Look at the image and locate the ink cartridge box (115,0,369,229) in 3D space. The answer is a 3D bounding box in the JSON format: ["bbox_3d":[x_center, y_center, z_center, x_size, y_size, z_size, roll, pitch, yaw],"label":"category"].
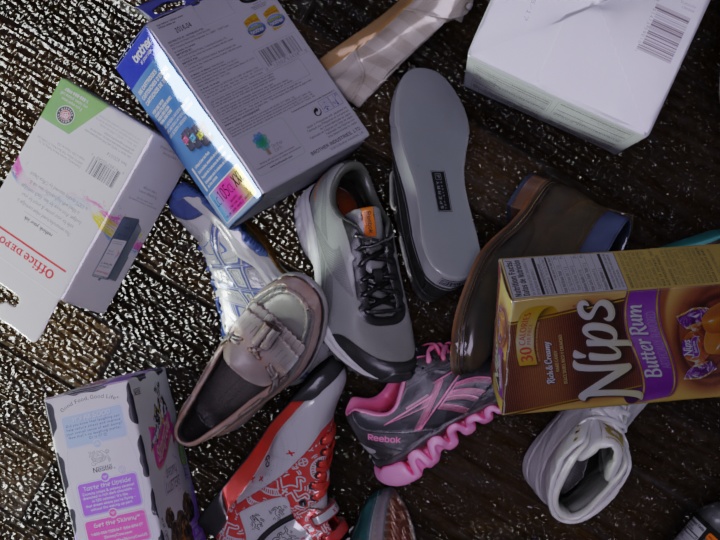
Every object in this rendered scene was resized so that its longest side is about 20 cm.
[{"bbox_3d":[-0.105,-0.154,1.225,0.136,0.076,0.201,-32,88,-40],"label":"ink cartridge box"}]

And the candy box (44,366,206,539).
[{"bbox_3d":[-0.185,0.187,1.218,0.071,0.168,0.201,-13,90,3],"label":"candy box"}]

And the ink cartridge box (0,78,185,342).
[{"bbox_3d":[-0.245,-0.045,1.255,0.117,0.067,0.201,31,92,27],"label":"ink cartridge box"}]

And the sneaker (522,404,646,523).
[{"bbox_3d":[0.210,0.116,1.209,0.073,0.116,0.201,28,97,-9],"label":"sneaker"}]

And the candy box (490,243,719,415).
[{"bbox_3d":[0.203,0.045,1.135,0.199,0.057,0.117,-4,128,-4],"label":"candy box"}]

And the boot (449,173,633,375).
[{"bbox_3d":[0.146,0.009,1.200,0.096,0.075,0.201,17,61,22],"label":"boot"}]

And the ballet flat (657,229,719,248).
[{"bbox_3d":[0.317,-0.014,1.236,0.199,0.073,0.073,-25,89,1],"label":"ballet flat"}]

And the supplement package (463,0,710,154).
[{"bbox_3d":[0.180,-0.196,1.177,0.150,0.200,0.153,25,92,3],"label":"supplement package"}]

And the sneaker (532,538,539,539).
[{"bbox_3d":[0.073,0.276,1.261,0.199,0.081,0.084,-13,58,9],"label":"sneaker"}]

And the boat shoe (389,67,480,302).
[{"bbox_3d":[0.052,-0.073,1.248,0.070,0.064,0.201,6,66,-24],"label":"boat shoe"}]

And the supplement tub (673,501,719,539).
[{"bbox_3d":[0.290,0.278,1.211,0.122,0.123,0.200,41,93,3],"label":"supplement tub"}]

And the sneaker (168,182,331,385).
[{"bbox_3d":[-0.102,0.013,1.260,0.200,0.075,0.088,45,98,6],"label":"sneaker"}]

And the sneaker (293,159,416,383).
[{"bbox_3d":[0.000,0.000,1.210,0.074,0.079,0.201,-3,61,-31],"label":"sneaker"}]

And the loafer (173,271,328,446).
[{"bbox_3d":[-0.092,0.082,1.213,0.072,0.063,0.200,43,131,5],"label":"loafer"}]

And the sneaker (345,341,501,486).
[{"bbox_3d":[0.072,0.089,1.238,0.200,0.079,0.096,-39,103,2],"label":"sneaker"}]

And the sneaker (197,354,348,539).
[{"bbox_3d":[-0.042,0.172,1.246,0.108,0.067,0.202,38,110,2],"label":"sneaker"}]

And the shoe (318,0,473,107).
[{"bbox_3d":[0.055,-0.214,1.253,0.200,0.070,0.054,-36,88,11],"label":"shoe"}]

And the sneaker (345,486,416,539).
[{"bbox_3d":[-0.005,0.260,1.211,0.079,0.201,0.072,-17,122,22],"label":"sneaker"}]

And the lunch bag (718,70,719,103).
[{"bbox_3d":[0.349,-0.197,1.169,0.117,0.200,0.165,7,87,-1],"label":"lunch bag"}]
